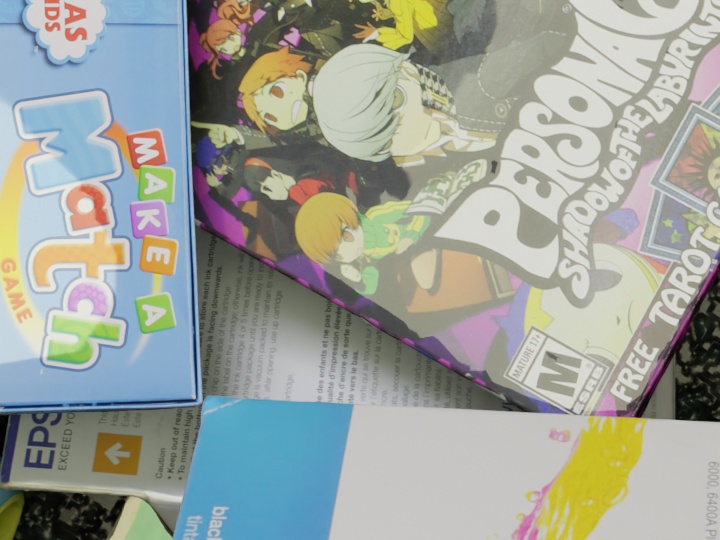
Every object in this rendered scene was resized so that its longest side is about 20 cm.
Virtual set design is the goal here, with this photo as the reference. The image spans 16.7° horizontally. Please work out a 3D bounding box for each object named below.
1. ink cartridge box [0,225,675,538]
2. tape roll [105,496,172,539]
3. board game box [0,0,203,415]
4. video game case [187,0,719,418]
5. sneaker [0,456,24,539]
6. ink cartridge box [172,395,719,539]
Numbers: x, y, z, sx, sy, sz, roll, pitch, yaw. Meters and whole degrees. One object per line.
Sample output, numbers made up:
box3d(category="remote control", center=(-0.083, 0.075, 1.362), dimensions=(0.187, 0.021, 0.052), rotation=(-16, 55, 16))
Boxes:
box3d(category="ink cartridge box", center=(0.000, 0.000, 0.780), dimensions=(0.199, 0.043, 0.197), rotation=(3, 56, 4))
box3d(category="tape roll", center=(-0.139, 0.051, 0.818), dimensions=(0.200, 0.048, 0.201), rotation=(0, 85, 2))
box3d(category="board game box", center=(-0.146, -0.034, 0.677), dimensions=(0.199, 0.037, 0.152), rotation=(-1, 86, -11))
box3d(category="video game case", center=(0.043, -0.075, 0.716), dimensions=(0.181, 0.036, 0.200), rotation=(30, 92, 10))
box3d(category="sneaker", center=(-0.189, 0.107, 0.754), dimensions=(0.200, 0.080, 0.131), rotation=(-44, 84, -1))
box3d(category="ink cartridge box", center=(0.052, 0.137, 0.661), dimensions=(0.199, 0.148, 0.145), rotation=(2, 45, 9))
